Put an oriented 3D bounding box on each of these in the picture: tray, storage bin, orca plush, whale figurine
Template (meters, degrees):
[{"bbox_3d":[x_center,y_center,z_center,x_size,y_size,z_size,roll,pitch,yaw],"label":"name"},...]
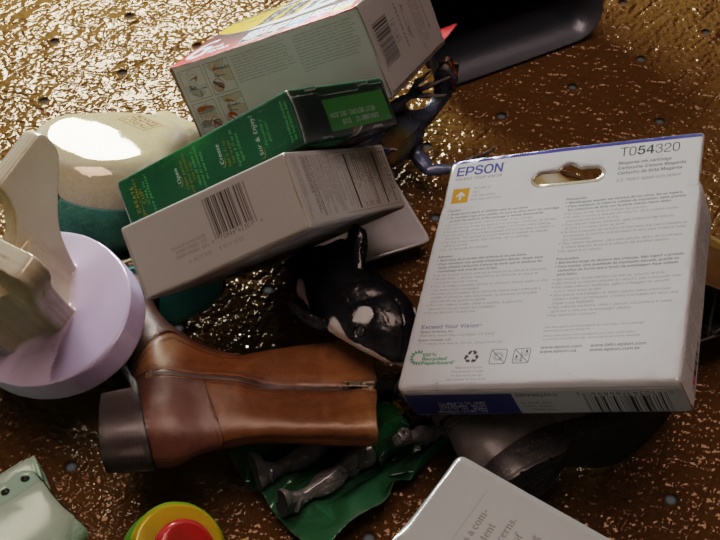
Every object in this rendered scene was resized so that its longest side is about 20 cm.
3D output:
[{"bbox_3d":[-0.025,-0.071,1.161,0.106,0.022,0.201,-18,49,-13],"label":"tray"},{"bbox_3d":[0.120,-0.295,1.293,0.198,0.147,0.134,-22,40,-18],"label":"storage bin"},{"bbox_3d":[0.000,0.000,0.991,0.104,0.072,0.200,14,14,-12],"label":"orca plush"},{"bbox_3d":[-0.205,-0.080,1.142,0.158,0.105,0.200,23,28,18],"label":"whale figurine"}]

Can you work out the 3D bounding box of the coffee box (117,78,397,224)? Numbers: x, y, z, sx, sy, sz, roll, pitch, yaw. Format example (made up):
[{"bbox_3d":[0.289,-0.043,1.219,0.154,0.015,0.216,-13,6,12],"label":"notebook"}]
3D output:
[{"bbox_3d":[-0.081,-0.089,1.015,0.199,0.044,0.122,-22,-2,37],"label":"coffee box"}]

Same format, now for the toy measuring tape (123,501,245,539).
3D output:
[{"bbox_3d":[-0.161,0.189,0.870,0.198,0.074,0.074,5,43,-22],"label":"toy measuring tape"}]

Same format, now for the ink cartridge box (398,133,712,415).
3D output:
[{"bbox_3d":[0.138,0.004,0.899,0.194,0.043,0.202,-4,52,29],"label":"ink cartridge box"}]

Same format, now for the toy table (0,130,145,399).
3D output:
[{"bbox_3d":[-0.256,0.006,0.941,0.198,0.117,0.185,6,59,37],"label":"toy table"}]

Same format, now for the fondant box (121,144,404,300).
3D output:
[{"bbox_3d":[-0.067,-0.040,0.990,0.143,0.200,0.059,-22,88,22],"label":"fondant box"}]

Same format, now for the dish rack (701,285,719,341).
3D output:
[{"bbox_3d":[0.198,0.015,1.003,0.198,0.055,0.153,-11,33,-36],"label":"dish rack"}]

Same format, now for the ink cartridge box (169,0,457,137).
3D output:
[{"bbox_3d":[-0.037,-0.198,1.158,0.198,0.085,0.176,-12,23,31],"label":"ink cartridge box"}]

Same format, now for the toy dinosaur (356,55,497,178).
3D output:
[{"bbox_3d":[0.025,-0.130,1.145,0.197,0.106,0.182,0,26,12],"label":"toy dinosaur"}]

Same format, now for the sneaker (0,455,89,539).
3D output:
[{"bbox_3d":[-0.284,0.168,0.912,0.199,0.074,0.119,30,61,14],"label":"sneaker"}]

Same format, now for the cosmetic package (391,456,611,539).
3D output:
[{"bbox_3d":[0.094,0.254,0.758,0.199,0.167,0.167,27,53,24],"label":"cosmetic package"}]

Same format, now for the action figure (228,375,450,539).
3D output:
[{"bbox_3d":[0.015,0.117,0.968,0.199,0.055,0.118,-26,49,-26],"label":"action figure"}]

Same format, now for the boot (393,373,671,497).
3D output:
[{"bbox_3d":[0.133,0.083,0.953,0.198,0.070,0.132,-14,50,-34],"label":"boot"}]

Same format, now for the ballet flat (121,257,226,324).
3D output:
[{"bbox_3d":[-0.208,0.023,1.057,0.198,0.070,0.070,-18,49,-13],"label":"ballet flat"}]

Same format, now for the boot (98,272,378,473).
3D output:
[{"bbox_3d":[-0.088,0.060,0.957,0.197,0.069,0.189,-7,34,-2],"label":"boot"}]

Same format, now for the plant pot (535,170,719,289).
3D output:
[{"bbox_3d":[0.222,-0.035,1.029,0.198,0.028,0.200,23,11,-5],"label":"plant pot"}]
